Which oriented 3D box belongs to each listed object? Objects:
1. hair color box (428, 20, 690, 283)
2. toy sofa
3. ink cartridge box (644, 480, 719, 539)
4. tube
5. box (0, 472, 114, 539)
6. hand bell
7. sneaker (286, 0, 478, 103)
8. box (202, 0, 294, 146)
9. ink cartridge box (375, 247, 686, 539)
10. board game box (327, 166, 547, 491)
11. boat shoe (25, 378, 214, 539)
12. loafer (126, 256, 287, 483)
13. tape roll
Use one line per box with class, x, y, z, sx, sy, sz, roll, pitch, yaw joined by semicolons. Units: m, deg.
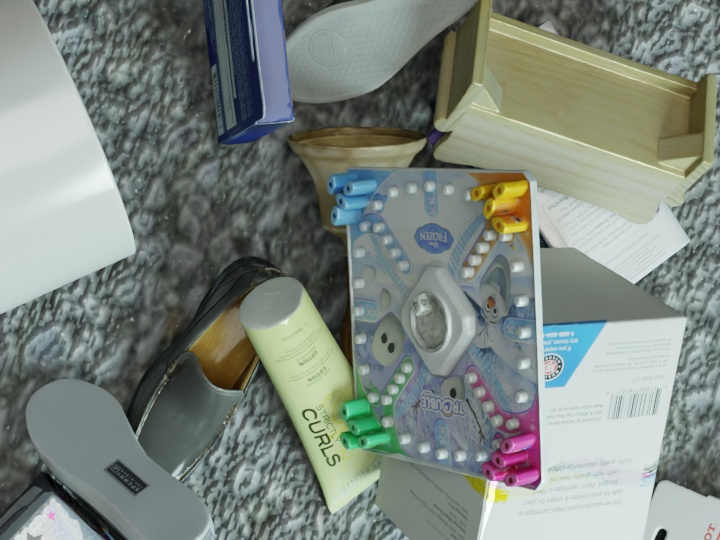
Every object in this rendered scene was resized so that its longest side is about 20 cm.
hair color box;0.151;-0.076;1.360;0.100;0.060;0.201;-35;96;-13
toy sofa;0.151;-0.114;1.298;0.198;0.098;0.084;17;59;-13
ink cartridge box;0.300;0.249;1.353;0.068;0.199;0.117;33;80;-53
tube;-0.025;0.091;1.296;0.057;0.052;0.201;-8;132;21
box;-0.247;0.254;1.237;0.115;0.132;0.200;44;81;-10
hand bell;0.000;0.000;1.330;0.103;0.104;0.202;-4;103;-12
sneaker;0.019;-0.199;1.337;0.199;0.099;0.071;-32;113;20
box;-0.077;-0.156;1.243;0.032;0.200;0.123;-6;91;-12
ink cartridge box;0.115;0.103;1.263;0.146;0.145;0.202;-2;111;-29
board game box;0.046;0.034;1.188;0.026;0.199;0.202;-7;97;-36
boat shoe;-0.170;0.151;1.252;0.068;0.200;0.057;-29;138;-25
loafer;-0.115;0.079;1.297;0.072;0.072;0.201;28;85;-11
tape roll;-0.252;-0.076;1.206;0.138;0.203;0.204;-24;94;-10
